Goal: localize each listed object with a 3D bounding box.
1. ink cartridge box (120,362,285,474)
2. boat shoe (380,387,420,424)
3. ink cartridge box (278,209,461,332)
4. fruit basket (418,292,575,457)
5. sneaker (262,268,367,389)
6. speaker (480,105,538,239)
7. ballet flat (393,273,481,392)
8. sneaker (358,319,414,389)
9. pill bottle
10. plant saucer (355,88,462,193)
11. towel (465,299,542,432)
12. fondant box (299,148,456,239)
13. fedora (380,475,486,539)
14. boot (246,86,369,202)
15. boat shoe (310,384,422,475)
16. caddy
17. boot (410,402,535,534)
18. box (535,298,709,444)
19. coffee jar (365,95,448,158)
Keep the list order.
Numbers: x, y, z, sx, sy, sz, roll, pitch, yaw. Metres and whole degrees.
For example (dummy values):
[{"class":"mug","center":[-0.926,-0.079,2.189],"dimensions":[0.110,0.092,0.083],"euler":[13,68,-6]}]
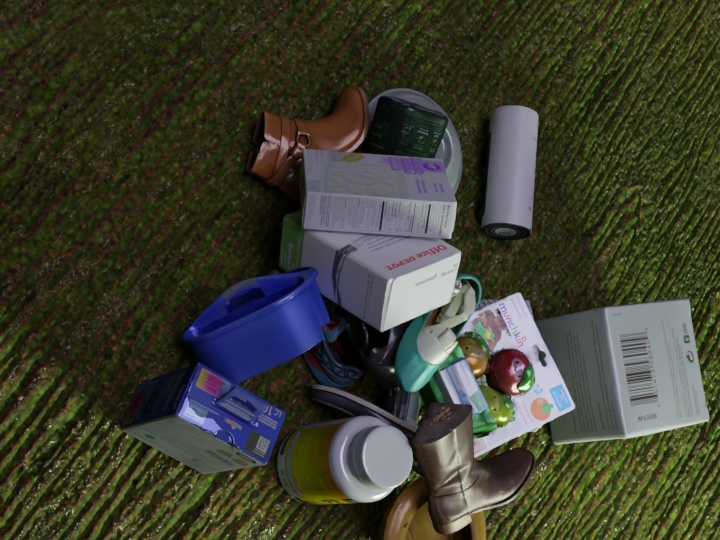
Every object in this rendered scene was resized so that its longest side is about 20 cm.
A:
[{"class":"ink cartridge box","center":[-0.187,0.183,1.502],"dimensions":[0.136,0.199,0.077],"euler":[33,63,-24]},{"class":"boat shoe","center":[0.056,0.193,1.753],"dimensions":[0.056,0.069,0.202],"euler":[9,75,3]},{"class":"ink cartridge box","center":[0.011,-0.016,1.626],"dimensions":[0.145,0.199,0.085],"euler":[-21,131,-41]},{"class":"fruit basket","center":[0.182,0.147,1.710],"dimensions":[0.199,0.094,0.187],"euler":[-23,81,-12]},{"class":"sneaker","center":[-0.055,0.071,1.679],"dimensions":[0.200,0.095,0.079],"euler":[50,55,-15]},{"class":"speaker","center":[0.237,-0.156,1.933],"dimensions":[0.081,0.081,0.202],"euler":[15,72,-30]},{"class":"ballet flat","center":[0.108,0.075,1.647],"dimensions":[0.067,0.070,0.201],"euler":[44,53,-17]},{"class":"sneaker","center":[0.045,0.056,1.678],"dimensions":[0.091,0.075,0.202],"euler":[42,46,-42]},{"class":"pill bottle","center":[-0.019,0.249,1.600],"dimensions":[0.108,0.199,0.110],"euler":[8,76,-31]},{"class":"plant saucer","center":[0.085,-0.184,1.857],"dimensions":[0.199,0.050,0.202],"euler":[8,75,-32]},{"class":"towel","center":[0.188,0.146,1.835],"dimensions":[0.164,0.085,0.202],"euler":[2,77,-35]},{"class":"fondant box","center":[0.019,-0.104,1.636],"dimensions":[0.198,0.145,0.059],"euler":[5,118,-7]},{"class":"fedora","center":[0.087,0.372,1.705],"dimensions":[0.199,0.082,0.203],"euler":[-5,99,-35]},{"class":"boot","center":[-0.074,-0.197,1.741],"dimensions":[0.154,0.074,0.202],"euler":[21,66,-24]},{"class":"boat shoe","center":[0.014,0.217,1.679],"dimensions":[0.199,0.073,0.063],"euler":[25,83,5]},{"class":"caddy","center":[-0.135,0.062,1.576],"dimensions":[0.106,0.199,0.142],"euler":[63,12,-14]},{"class":"boot","center":[0.151,0.232,1.611],"dimensions":[0.186,0.064,0.201],"euler":[-34,130,-25]},{"class":"box","center":[0.408,0.158,1.924],"dimensions":[0.199,0.171,0.201],"euler":[-4,82,-35]},{"class":"coffee jar","center":[0.048,-0.143,1.761],"dimensions":[0.104,0.085,0.202],"euler":[12,101,-36]}]
